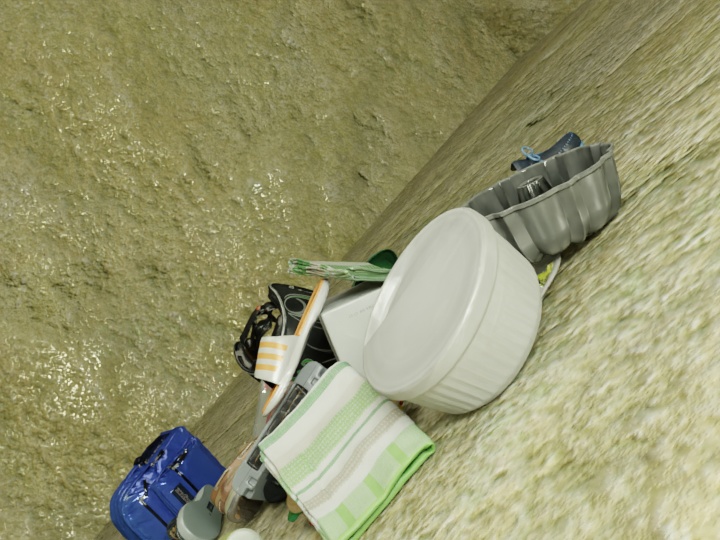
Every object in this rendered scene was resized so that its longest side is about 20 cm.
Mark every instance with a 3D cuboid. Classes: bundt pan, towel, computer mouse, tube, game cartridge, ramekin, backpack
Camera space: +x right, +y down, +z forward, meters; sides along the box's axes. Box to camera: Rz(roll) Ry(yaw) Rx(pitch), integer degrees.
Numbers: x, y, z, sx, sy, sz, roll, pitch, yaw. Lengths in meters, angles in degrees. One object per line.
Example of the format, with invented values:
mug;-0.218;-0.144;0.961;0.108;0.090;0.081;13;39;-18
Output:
bundt pan;0.205;-0.067;0.971;0.200;0.077;0.202;-26;11;6
towel;-0.023;0.186;0.903;0.150;0.031;0.200;-49;33;-6
computer mouse;-0.071;0.230;1.163;0.202;0.034;0.059;-61;-21;2
towel;0.000;0.000;1.210;0.199;0.150;0.024;5;92;60
tube;-0.172;0.365;1.102;0.057;0.053;0.200;-5;-18;-22
game cartridge;-0.096;0.226;1.196;0.201;0.041;0.133;-57;-16;-8
ramekin;0.094;0.047;0.854;0.203;0.093;0.204;-48;26;32
backpack;-0.350;0.401;1.553;0.200;0.163;0.167;-49;10;-32

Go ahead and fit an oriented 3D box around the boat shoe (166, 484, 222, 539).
boat shoe;-0.273;0.418;1.379;0.091;0.071;0.200;-47;-1;2

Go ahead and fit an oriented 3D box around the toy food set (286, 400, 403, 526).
toy food set;-0.017;0.212;1.002;0.200;0.049;0.198;-45;7;14

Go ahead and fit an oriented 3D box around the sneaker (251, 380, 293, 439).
sneaker;-0.123;0.257;1.395;0.076;0.103;0.202;-101;20;-52

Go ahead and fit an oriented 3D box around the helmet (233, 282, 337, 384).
helmet;-0.101;0.127;1.474;0.199;0.189;0.203;-27;53;42

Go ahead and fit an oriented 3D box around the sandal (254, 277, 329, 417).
sandal;-0.105;0.097;1.166;0.079;0.059;0.209;129;165;-69

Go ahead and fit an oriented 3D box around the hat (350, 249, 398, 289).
hat;0.086;0.067;1.387;0.166;0.174;0.202;-51;-30;-30

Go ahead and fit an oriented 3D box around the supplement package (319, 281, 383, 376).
supplement package;0.007;0.084;1.244;0.112;0.111;0.200;-23;4;-4

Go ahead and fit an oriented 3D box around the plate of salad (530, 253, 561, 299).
plate of salad;0.147;0.042;0.974;0.200;0.048;0.200;-45;6;6

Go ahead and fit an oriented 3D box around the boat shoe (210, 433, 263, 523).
boat shoe;-0.151;0.277;1.279;0.071;0.076;0.200;15;50;35

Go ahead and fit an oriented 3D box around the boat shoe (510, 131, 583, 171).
boat shoe;0.256;-0.143;1.314;0.200;0.069;0.084;-47;6;-2
